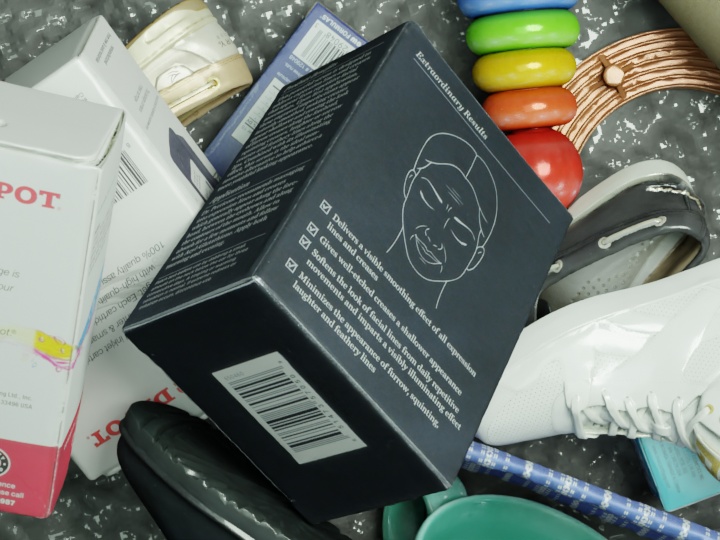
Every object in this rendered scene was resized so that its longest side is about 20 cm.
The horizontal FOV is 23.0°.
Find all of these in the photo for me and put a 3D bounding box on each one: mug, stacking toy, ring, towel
[{"bbox_3d":[0.079,0.209,0.989,0.152,0.185,0.115,17,121,-9],"label":"mug"},{"bbox_3d":[0.089,-0.128,0.995,0.085,0.085,0.201,-4,94,3],"label":"stacking toy"},{"bbox_3d":[0.187,-0.041,1.028,0.200,0.019,0.201,0,92,3],"label":"ring"},{"bbox_3d":[0.140,0.135,0.977,0.199,0.145,0.024,21,85,2],"label":"towel"}]

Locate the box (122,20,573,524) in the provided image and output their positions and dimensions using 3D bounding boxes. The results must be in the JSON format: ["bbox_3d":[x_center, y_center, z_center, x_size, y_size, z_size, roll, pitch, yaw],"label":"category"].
[{"bbox_3d":[0.000,0.000,0.903,0.107,0.200,0.148,-20,120,43],"label":"box"}]

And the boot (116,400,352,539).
[{"bbox_3d":[-0.083,0.188,0.921,0.200,0.076,0.168,37,103,10],"label":"boot"}]

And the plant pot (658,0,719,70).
[{"bbox_3d":[0.257,-0.150,0.952,0.200,0.187,0.188,32,94,13],"label":"plant pot"}]

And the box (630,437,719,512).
[{"bbox_3d":[0.253,0.074,0.999,0.199,0.082,0.049,-21,91,3],"label":"box"}]

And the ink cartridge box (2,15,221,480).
[{"bbox_3d":[-0.142,-0.010,0.957,0.145,0.084,0.200,-32,109,13],"label":"ink cartridge box"}]

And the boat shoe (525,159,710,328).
[{"bbox_3d":[0.111,0.021,0.990,0.200,0.060,0.074,-37,125,18],"label":"boat shoe"}]

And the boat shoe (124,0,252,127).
[{"bbox_3d":[-0.146,-0.067,1.015,0.200,0.074,0.069,-43,88,5],"label":"boat shoe"}]

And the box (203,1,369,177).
[{"bbox_3d":[-0.038,-0.040,1.031,0.121,0.032,0.200,38,94,0],"label":"box"}]

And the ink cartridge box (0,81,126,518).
[{"bbox_3d":[-0.204,0.008,0.873,0.147,0.086,0.201,13,113,-3],"label":"ink cartridge box"}]

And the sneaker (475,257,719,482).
[{"bbox_3d":[0.156,0.071,0.931,0.199,0.074,0.116,-22,52,2],"label":"sneaker"}]
